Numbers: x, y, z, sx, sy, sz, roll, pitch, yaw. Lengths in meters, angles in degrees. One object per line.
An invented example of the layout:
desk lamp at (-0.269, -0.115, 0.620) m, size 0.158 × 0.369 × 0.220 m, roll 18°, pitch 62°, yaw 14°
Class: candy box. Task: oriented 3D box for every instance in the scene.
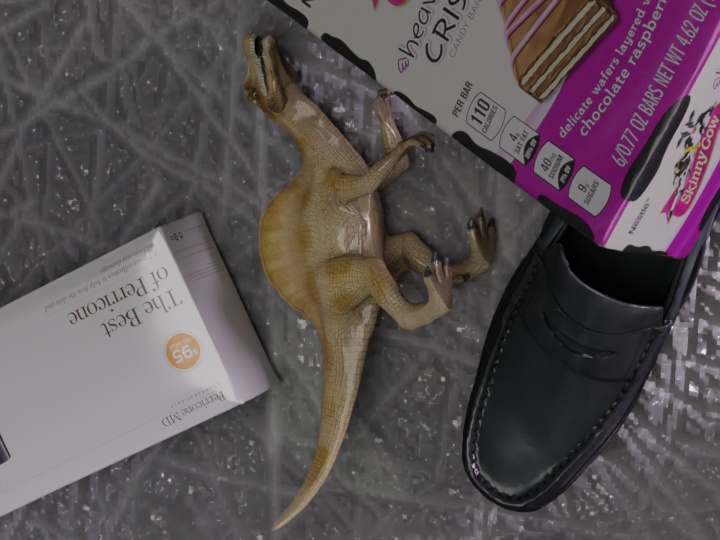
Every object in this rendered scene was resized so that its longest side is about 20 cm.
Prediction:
candy box at (0.065, -0.114, 0.793) m, size 0.200 × 0.061 × 0.137 m, roll 39°, pitch 110°, yaw 35°

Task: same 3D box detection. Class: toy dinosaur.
toy dinosaur at (0.000, 0.000, 0.885) m, size 0.101 × 0.058 × 0.202 m, roll -7°, pitch 89°, yaw 33°

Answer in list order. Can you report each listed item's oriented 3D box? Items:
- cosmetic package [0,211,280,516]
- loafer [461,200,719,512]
cosmetic package at (-0.141, 0.055, 0.931) m, size 0.199 × 0.051 × 0.083 m, roll -26°, pitch 92°, yaw 20°
loafer at (0.090, 0.006, 0.839) m, size 0.068 × 0.070 × 0.202 m, roll 29°, pitch 106°, yaw 11°
